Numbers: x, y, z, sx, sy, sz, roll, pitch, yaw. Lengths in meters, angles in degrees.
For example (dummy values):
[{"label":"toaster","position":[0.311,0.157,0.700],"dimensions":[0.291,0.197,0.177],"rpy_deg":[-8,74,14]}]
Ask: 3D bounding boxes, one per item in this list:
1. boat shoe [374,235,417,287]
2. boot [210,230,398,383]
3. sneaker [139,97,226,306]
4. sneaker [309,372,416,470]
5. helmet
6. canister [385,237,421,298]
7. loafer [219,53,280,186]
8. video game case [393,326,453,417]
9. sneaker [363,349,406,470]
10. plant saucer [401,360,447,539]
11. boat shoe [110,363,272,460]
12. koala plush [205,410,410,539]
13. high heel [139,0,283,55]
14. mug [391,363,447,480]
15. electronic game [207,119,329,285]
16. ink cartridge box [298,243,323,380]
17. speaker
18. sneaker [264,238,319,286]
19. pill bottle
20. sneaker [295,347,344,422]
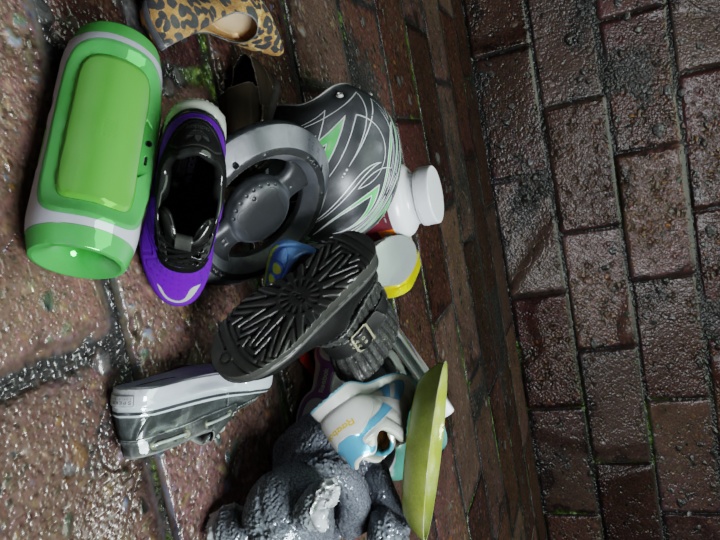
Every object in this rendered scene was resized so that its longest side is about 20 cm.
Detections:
[{"label":"boat shoe","position":[0.000,0.000,0.887],"dimensions":[0.198,0.063,0.072],"rpy_deg":[-26,108,-38]},{"label":"boot","position":[-0.046,0.074,0.662],"dimensions":[0.210,0.079,0.159],"rpy_deg":[-36,143,-18]},{"label":"sneaker","position":[-0.158,-0.038,0.544],"dimensions":[0.100,0.068,0.203],"rpy_deg":[-114,-147,-52]},{"label":"sneaker","position":[0.019,0.171,0.709],"dimensions":[0.081,0.076,0.199],"rpy_deg":[54,22,19]},{"label":"helmet","position":[-0.038,-0.138,0.826],"dimensions":[0.199,0.187,0.205],"rpy_deg":[-7,90,-68]},{"label":"canister","position":[0.039,-0.073,1.141],"dimensions":[0.149,0.085,0.203],"rpy_deg":[-59,135,-58]},{"label":"loafer","position":[-0.146,-0.186,0.750],"dimensions":[0.072,0.072,0.203],"rpy_deg":[51,28,-45]},{"label":"video game case","position":[0.063,0.114,0.923],"dimensions":[0.184,0.023,0.200],"rpy_deg":[55,1,-4]},{"label":"sneaker","position":[0.007,0.206,0.820],"dimensions":[0.113,0.074,0.204],"rpy_deg":[-22,120,-59]},{"label":"plant saucer","position":[0.075,0.206,0.727],"dimensions":[0.200,0.030,0.205],"rpy_deg":[7,90,-77]},{"label":"boat shoe","position":[-0.162,0.135,0.611],"dimensions":[0.199,0.071,0.073],"rpy_deg":[1,91,-58]},{"label":"koala plush","position":[-0.064,0.258,0.684],"dimensions":[0.199,0.175,0.187],"rpy_deg":[9,63,-67]},{"label":"high heel","position":[-0.162,-0.264,0.710],"dimensions":[0.199,0.071,0.145],"rpy_deg":[26,52,-46]},{"label":"mug","position":[0.037,0.228,0.953],"dimensions":[0.113,0.151,0.188],"rpy_deg":[-31,105,-22]},{"label":"electronic game","position":[-0.114,-0.068,0.673],"dimensions":[0.201,0.042,0.200],"rpy_deg":[-49,149,1]},{"label":"ink cartridge box","position":[-0.041,0.083,0.945],"dimensions":[0.201,0.043,0.176],"rpy_deg":[61,29,-42]},{"label":"speaker","position":[-0.216,-0.101,0.514],"dimensions":[0.088,0.087,0.204],"rpy_deg":[40,47,-59]},{"label":"sneaker","position":[-0.078,0.048,0.731],"dimensions":[0.072,0.081,0.202],"rpy_deg":[-99,-159,-43]},{"label":"pill bottle","position":[0.022,-0.099,0.954],"dimensions":[0.113,0.196,0.116],"rpy_deg":[-8,90,-67]},{"label":"sneaker","position":[-0.032,0.160,0.893],"dimensions":[0.203,0.074,0.100],"rpy_deg":[-66,153,-21]}]
